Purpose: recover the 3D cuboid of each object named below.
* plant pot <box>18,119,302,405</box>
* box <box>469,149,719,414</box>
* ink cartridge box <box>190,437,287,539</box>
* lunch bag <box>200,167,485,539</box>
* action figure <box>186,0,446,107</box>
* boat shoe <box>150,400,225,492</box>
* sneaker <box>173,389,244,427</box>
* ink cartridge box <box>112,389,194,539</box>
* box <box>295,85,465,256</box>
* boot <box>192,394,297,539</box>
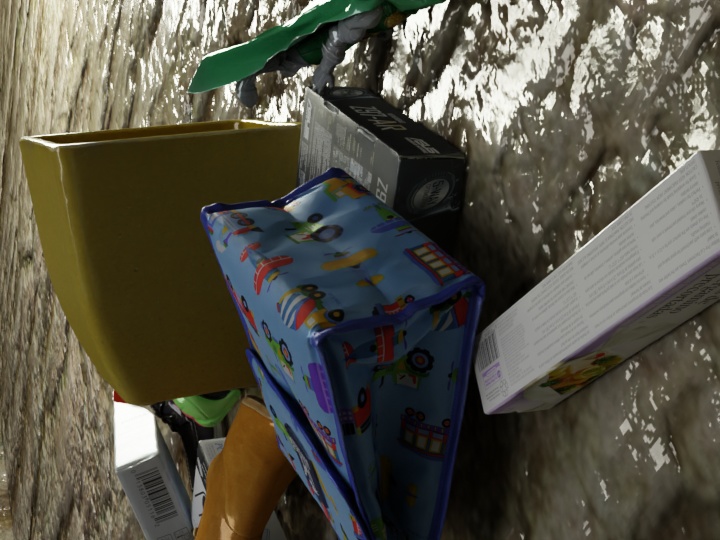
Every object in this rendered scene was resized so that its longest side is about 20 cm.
[{"bbox_3d":[-0.145,-0.009,0.938,0.195,0.193,0.202,-160,65,-66],"label":"plant pot"},{"bbox_3d":[0.106,0.013,0.513,0.200,0.038,0.042,129,133,-58],"label":"box"},{"bbox_3d":[-0.095,0.238,1.012,0.200,0.044,0.095,-124,36,-51],"label":"ink cartridge box"},{"bbox_3d":[-0.007,0.070,0.659,0.151,0.094,0.201,42,144,51],"label":"lunch bag"},{"bbox_3d":[-0.013,-0.149,0.736,0.055,0.118,0.200,55,149,-15],"label":"action figure"},{"bbox_3d":[-0.172,0.118,1.158,0.072,0.064,0.201,141,123,-61],"label":"boat shoe"},{"bbox_3d":[-0.155,0.052,1.090,0.200,0.084,0.077,53,178,32],"label":"sneaker"},{"bbox_3d":[-0.192,0.201,1.186,0.200,0.047,0.161,-114,4,-65],"label":"ink cartridge box"},{"bbox_3d":[0.000,0.000,0.762,0.160,0.043,0.201,-136,49,-59],"label":"box"},{"bbox_3d":[-0.076,0.168,0.880,0.201,0.070,0.145,159,127,-74],"label":"boot"}]
